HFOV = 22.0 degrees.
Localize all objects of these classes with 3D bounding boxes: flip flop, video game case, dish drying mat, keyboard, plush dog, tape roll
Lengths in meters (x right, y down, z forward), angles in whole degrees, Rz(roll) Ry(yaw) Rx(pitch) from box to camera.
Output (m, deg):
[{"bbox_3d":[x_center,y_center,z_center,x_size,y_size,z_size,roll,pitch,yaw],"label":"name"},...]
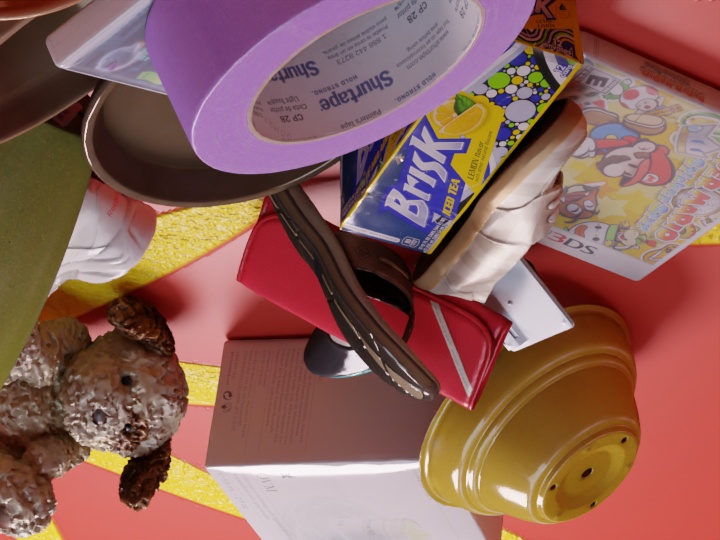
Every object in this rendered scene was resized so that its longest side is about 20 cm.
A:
[{"bbox_3d":[0.000,0.000,1.260,0.058,0.200,0.081,-30,167,-11],"label":"flip flop"},{"bbox_3d":[0.166,-0.069,1.227,0.182,0.023,0.200,20,146,-20],"label":"video game case"},{"bbox_3d":[-0.042,-0.156,0.998,0.200,0.023,0.182,-33,161,23],"label":"video game case"},{"bbox_3d":[0.006,0.022,1.307,0.200,0.018,0.077,28,117,15],"label":"dish drying mat"},{"bbox_3d":[0.068,-0.024,1.263,0.056,0.011,0.200,-28,112,31],"label":"keyboard"},{"bbox_3d":[-0.223,0.102,1.488,0.172,0.160,0.200,1,106,5],"label":"plush dog"},{"bbox_3d":[-0.010,-0.131,0.974,0.200,0.066,0.200,-25,162,-9],"label":"tape roll"}]

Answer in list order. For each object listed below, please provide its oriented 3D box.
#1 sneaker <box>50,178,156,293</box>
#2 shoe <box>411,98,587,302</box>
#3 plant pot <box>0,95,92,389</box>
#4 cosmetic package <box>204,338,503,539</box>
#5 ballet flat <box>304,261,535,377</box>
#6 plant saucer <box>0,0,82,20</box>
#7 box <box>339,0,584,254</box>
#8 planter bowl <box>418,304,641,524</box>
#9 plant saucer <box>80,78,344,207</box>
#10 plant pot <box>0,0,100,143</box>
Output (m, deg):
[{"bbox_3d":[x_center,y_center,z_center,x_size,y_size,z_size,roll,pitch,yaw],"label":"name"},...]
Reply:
[{"bbox_3d":[-0.247,-0.028,1.351,0.200,0.078,0.099,-23,129,31],"label":"sneaker"},{"bbox_3d":[0.099,-0.040,1.187,0.053,0.070,0.200,33,142,-5],"label":"shoe"},{"bbox_3d":[-0.260,-0.044,1.212,0.187,0.187,0.200,28,113,-30],"label":"plant pot"},{"bbox_3d":[0.004,0.152,1.532,0.200,0.123,0.199,-5,147,17],"label":"cosmetic package"},{"bbox_3d":[0.033,0.024,1.354,0.200,0.073,0.073,-17,141,26],"label":"ballet flat"},{"bbox_3d":[-0.183,-0.226,0.920,0.200,0.201,0.032,10,-170,-5],"label":"plant saucer"},{"bbox_3d":[0.056,-0.096,1.139,0.070,0.064,0.200,15,140,-19],"label":"box"},{"bbox_3d":[0.149,0.129,1.392,0.200,0.083,0.201,-25,140,-23],"label":"planter bowl"},{"bbox_3d":[-0.078,-0.107,1.156,0.200,0.030,0.200,-13,150,-8],"label":"plant saucer"},{"bbox_3d":[-0.189,-0.159,1.049,0.093,0.201,0.201,54,142,4],"label":"plant pot"}]
